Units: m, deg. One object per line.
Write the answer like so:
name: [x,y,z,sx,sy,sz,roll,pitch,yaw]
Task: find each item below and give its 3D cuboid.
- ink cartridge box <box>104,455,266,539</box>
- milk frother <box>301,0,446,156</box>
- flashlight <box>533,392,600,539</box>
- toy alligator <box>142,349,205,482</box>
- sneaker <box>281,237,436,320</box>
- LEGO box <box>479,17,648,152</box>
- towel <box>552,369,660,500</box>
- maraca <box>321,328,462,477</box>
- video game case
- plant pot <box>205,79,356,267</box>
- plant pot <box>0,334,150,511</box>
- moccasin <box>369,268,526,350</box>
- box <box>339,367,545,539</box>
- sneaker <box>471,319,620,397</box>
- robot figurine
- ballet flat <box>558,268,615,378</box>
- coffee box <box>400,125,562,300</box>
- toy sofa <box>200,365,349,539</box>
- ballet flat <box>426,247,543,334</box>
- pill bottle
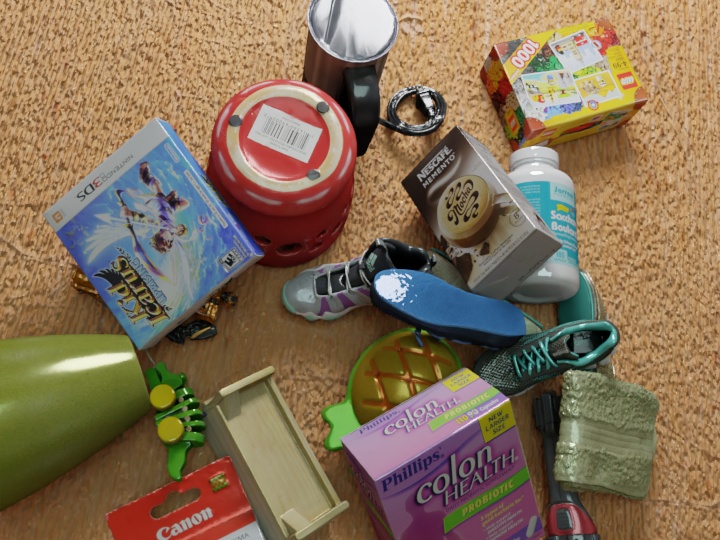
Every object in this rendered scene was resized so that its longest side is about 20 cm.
ink cartridge box: [-0.179,0.336,0.834,0.161,0.050,0.202,-23,88,-10]
milk frother: [0.028,-0.270,1.011,0.198,0.188,0.182,-27,78,-16]
flashlight: [0.259,0.262,0.943,0.067,0.068,0.203,5,66,-16]
toy alligator: [-0.224,0.152,0.897,0.054,0.060,0.202,-16,63,-13]
sneaker: [0.000,0.000,0.941,0.197,0.140,0.079,-9,66,-13]
LEGO box: [0.301,-0.276,1.114,0.198,0.077,0.151,-17,75,-14]
towel: [0.310,0.204,0.922,0.198,0.036,0.150,19,74,-37]
maraca: [0.041,0.160,0.916,0.137,0.107,0.200,40,74,16]
video game case: [-0.243,-0.042,0.873,0.181,0.045,0.201,-38,87,7]
plant pot: [-0.102,-0.124,0.949,0.197,0.183,0.203,2,74,-7]
plant pot: [-0.346,0.149,0.832,0.198,0.187,0.189,-17,75,-24]
moccasin: [0.100,0.062,0.894,0.198,0.068,0.081,21,51,-8]
box: [0.097,0.249,0.850,0.174,0.097,0.202,-26,113,-16]
sneaker: [0.231,0.102,0.925,0.198,0.091,0.078,-21,76,-2]
robot figurine: [-0.253,0.008,0.943,0.197,0.058,0.147,17,74,-3]
ballet flat: [0.312,0.099,1.011,0.065,0.070,0.203,12,71,-34]
coffee box: [0.152,-0.075,0.964,0.113,0.079,0.201,-45,52,21]
toy sofa: [-0.108,0.228,0.893,0.082,0.098,0.201,-22,74,-39]
ballet flat: [0.156,0.049,0.994,0.199,0.067,0.063,36,80,4]
pill bottle: [0.240,-0.063,1.018,0.109,0.111,0.203,5,72,-7]
